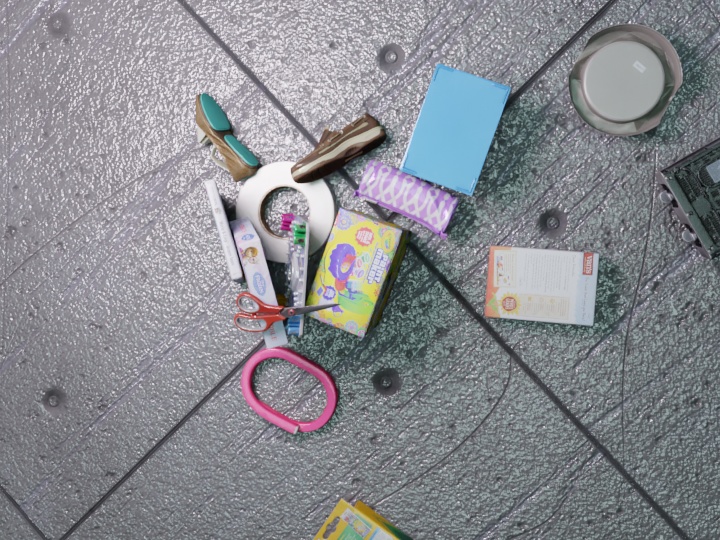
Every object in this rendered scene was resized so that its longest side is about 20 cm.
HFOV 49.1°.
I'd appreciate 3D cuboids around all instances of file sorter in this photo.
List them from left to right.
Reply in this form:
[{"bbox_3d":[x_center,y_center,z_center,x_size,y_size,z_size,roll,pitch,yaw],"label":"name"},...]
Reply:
[{"bbox_3d":[0.176,-0.252,1.453,0.138,0.123,0.201,20,95,8],"label":"file sorter"}]

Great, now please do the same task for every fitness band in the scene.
[{"bbox_3d":[-0.142,0.237,1.566,0.199,0.037,0.144,28,96,6],"label":"fitness band"}]

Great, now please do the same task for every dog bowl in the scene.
[{"bbox_3d":[0.476,-0.341,1.435,0.199,0.059,0.201,0,93,8],"label":"dog bowl"}]

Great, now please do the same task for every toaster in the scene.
[{"bbox_3d":[0.642,-0.144,1.386,0.199,0.119,0.181,-31,88,9],"label":"toaster"}]

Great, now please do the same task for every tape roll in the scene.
[{"bbox_3d":[-0.146,-0.115,1.553,0.202,0.037,0.204,0,93,8],"label":"tape roll"}]

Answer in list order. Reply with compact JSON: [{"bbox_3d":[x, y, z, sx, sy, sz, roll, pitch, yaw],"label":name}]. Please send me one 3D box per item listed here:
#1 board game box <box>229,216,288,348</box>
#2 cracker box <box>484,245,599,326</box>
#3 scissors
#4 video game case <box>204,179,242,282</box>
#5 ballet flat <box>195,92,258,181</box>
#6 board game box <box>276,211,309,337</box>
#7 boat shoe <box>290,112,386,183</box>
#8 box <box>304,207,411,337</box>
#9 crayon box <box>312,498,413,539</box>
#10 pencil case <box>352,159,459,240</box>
[{"bbox_3d":[-0.191,0.018,1.458,0.041,0.200,0.201,-17,107,-9],"label":"board game box"},{"bbox_3d":[0.337,0.027,1.472,0.199,0.058,0.135,5,94,10],"label":"cracker box"},{"bbox_3d":[-0.127,0.078,1.351,0.199,0.014,0.074,4,110,15],"label":"scissors"},{"bbox_3d":[-0.255,-0.069,1.491,0.024,0.200,0.183,-16,90,-7],"label":"video game case"},{"bbox_3d":[-0.278,-0.256,1.555,0.072,0.068,0.200,-43,79,28],"label":"ballet flat"},{"bbox_3d":[-0.127,0.001,1.439,0.026,0.200,0.201,2,100,-13],"label":"board game box"},{"bbox_3d":[-0.053,-0.237,1.504,0.202,0.075,0.075,-28,80,-16],"label":"boat shoe"},{"bbox_3d":[0.000,0.000,1.455,0.121,0.193,0.201,21,95,7],"label":"box"},{"bbox_3d":[0.014,0.546,1.546,0.200,0.052,0.126,35,97,5],"label":"crayon box"},{"bbox_3d":[0.087,-0.137,1.490,0.199,0.084,0.086,24,62,9],"label":"pencil case"}]
